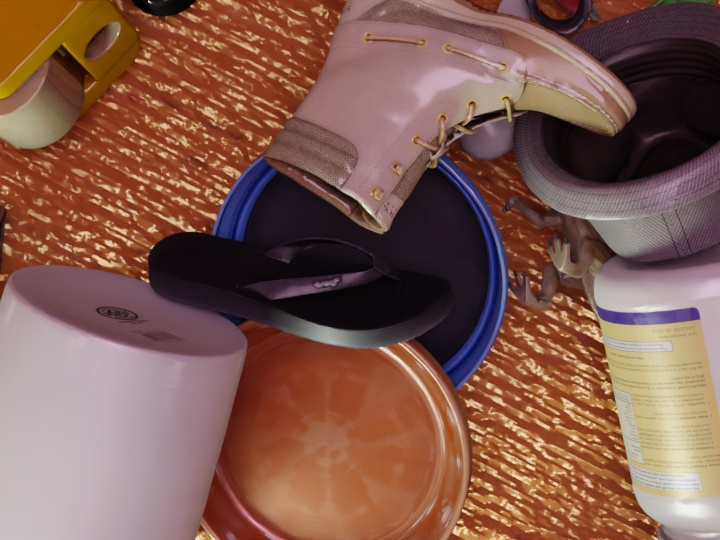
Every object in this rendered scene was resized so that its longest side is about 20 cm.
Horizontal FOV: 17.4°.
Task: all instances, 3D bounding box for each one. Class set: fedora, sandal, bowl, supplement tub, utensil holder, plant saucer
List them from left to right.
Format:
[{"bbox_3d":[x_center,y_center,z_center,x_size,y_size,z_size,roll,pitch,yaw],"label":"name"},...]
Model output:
[{"bbox_3d":[-0.173,0.116,1.484,0.169,0.170,0.201,17,103,1],"label":"utensil holder"},{"bbox_3d":[-0.041,0.005,1.492,0.199,0.076,0.043,9,124,10],"label":"sandal"},{"bbox_3d":[-0.024,0.116,1.547,0.199,0.032,0.201,4,107,12],"label":"plant saucer"},{"bbox_3d":[0.000,0.000,1.546,0.200,0.039,0.202,3,106,12],"label":"bowl"},{"bbox_3d":[0.192,-0.076,1.508,0.176,0.200,0.090,-21,125,6],"label":"fedora"},{"bbox_3d":[0.236,0.081,1.510,0.145,0.145,0.201,-12,100,0],"label":"supplement tub"}]

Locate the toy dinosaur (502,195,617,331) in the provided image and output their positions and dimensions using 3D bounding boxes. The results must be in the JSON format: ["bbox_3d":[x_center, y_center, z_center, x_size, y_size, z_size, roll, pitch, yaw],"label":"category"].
[{"bbox_3d":[0.150,-0.005,1.553,0.101,0.058,0.201,-7,82,-44],"label":"toy dinosaur"}]

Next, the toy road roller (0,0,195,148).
[{"bbox_3d":[-0.210,-0.196,1.552,0.146,0.123,0.200,40,88,17],"label":"toy road roller"}]

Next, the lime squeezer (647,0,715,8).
[{"bbox_3d":[0.239,-0.188,1.576,0.199,0.071,0.038,-23,126,28],"label":"lime squeezer"}]

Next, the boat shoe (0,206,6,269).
[{"bbox_3d":[-0.257,0.050,1.559,0.072,0.072,0.201,-5,87,-1],"label":"boat shoe"}]

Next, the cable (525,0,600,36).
[{"bbox_3d":[0.104,-0.228,1.544,0.200,0.050,0.097,30,96,-27],"label":"cable"}]

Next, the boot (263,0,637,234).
[{"bbox_3d":[0.055,-0.088,1.459,0.199,0.072,0.155,25,74,15],"label":"boot"}]

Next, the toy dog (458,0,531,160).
[{"bbox_3d":[0.045,-0.174,1.567,0.131,0.096,0.201,-4,100,12],"label":"toy dog"}]
